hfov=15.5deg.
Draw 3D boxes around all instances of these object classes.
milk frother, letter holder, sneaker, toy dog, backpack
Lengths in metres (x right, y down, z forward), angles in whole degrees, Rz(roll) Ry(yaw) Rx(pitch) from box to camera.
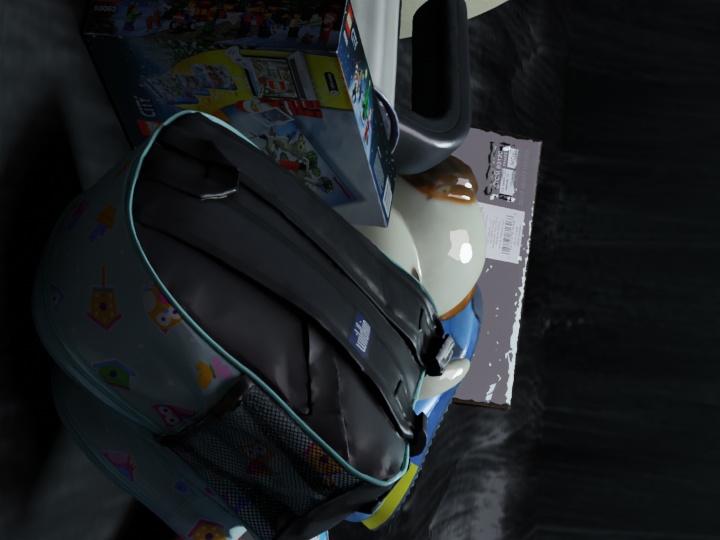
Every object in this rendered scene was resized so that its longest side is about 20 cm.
[{"bbox_3d":[0.012,-0.173,1.559,0.200,0.180,0.189,123,-24,-51],"label":"milk frother"},{"bbox_3d":[0.045,-0.005,1.973,0.142,0.100,0.201,1,-97,58],"label":"letter holder"},{"bbox_3d":[0.020,0.078,1.835,0.201,0.078,0.066,-63,-164,-22],"label":"sneaker"},{"bbox_3d":[0.000,0.000,1.608,0.200,0.193,0.140,-41,129,-48],"label":"toy dog"},{"bbox_3d":[-0.072,0.029,1.343,0.200,0.153,0.176,48,33,-20],"label":"backpack"}]

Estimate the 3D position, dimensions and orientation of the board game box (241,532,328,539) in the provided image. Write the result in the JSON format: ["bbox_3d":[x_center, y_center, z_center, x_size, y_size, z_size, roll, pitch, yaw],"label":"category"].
[{"bbox_3d":[-0.055,0.180,1.850,0.126,0.034,0.201,-72,162,-50],"label":"board game box"}]

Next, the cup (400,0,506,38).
[{"bbox_3d":[0.061,-0.269,2.020,0.200,0.143,0.201,4,90,-80],"label":"cup"}]

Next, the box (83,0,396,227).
[{"bbox_3d":[-0.061,-0.089,1.442,0.200,0.136,0.038,73,25,-63],"label":"box"}]

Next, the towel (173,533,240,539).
[{"bbox_3d":[-0.097,0.184,1.587,0.200,0.022,0.145,-65,168,-62],"label":"towel"}]
